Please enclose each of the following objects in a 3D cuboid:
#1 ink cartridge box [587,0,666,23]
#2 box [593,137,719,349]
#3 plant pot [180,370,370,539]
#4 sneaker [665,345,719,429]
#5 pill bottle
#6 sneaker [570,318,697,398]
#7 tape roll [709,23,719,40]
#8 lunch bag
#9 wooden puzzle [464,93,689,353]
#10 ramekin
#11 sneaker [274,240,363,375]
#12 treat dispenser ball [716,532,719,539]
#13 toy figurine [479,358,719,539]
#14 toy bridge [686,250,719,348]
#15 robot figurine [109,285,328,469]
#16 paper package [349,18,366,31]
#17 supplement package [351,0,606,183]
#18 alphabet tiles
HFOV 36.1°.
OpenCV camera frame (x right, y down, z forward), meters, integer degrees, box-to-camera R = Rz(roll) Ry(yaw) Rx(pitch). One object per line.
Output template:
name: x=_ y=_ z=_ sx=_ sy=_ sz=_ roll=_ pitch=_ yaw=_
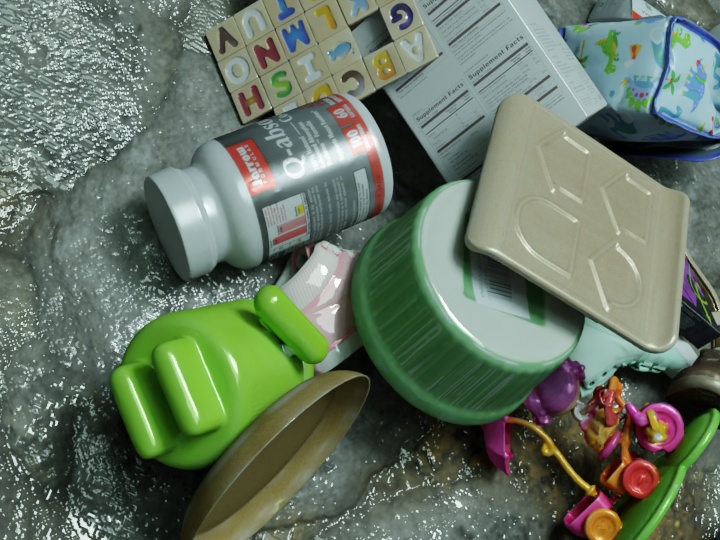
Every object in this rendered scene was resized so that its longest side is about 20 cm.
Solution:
ink cartridge box: x=0.367 y=-0.264 z=1.263 sx=0.158 sy=0.200 sz=0.048 roll=30 pitch=94 yaw=-15
box: x=0.300 y=-0.030 z=1.154 sx=0.142 sy=0.036 sz=0.202 roll=30 pitch=34 yaw=-43
plant pot: x=-0.069 y=0.149 z=0.855 sx=0.027 sy=0.201 sz=0.199 roll=42 pitch=54 yaw=17
sneaker: x=0.344 y=0.105 z=1.092 sx=0.069 sy=0.200 sz=0.077 roll=11 pitch=78 yaw=20
pill bottle: x=-0.080 y=-0.071 z=0.967 sx=0.197 sy=0.116 sz=0.117 roll=-24 pitch=82 yaw=-21
sneaker: x=0.268 y=0.091 z=1.147 sx=0.200 sy=0.074 sz=0.119 roll=38 pitch=91 yaw=-33
tape roll: x=0.532 y=-0.245 z=1.434 sx=0.199 sy=0.037 sz=0.207 roll=11 pitch=66 yaw=-25
lunch bag: x=0.324 y=-0.186 z=1.199 sx=0.198 sy=0.169 sz=0.130 roll=13 pitch=90 yaw=-38
wooden puzzle: x=0.186 y=-0.038 z=0.952 sx=0.198 sy=0.046 sz=0.187 roll=27 pitch=51 yaw=-11
ramekin: x=0.099 y=0.021 z=0.952 sx=0.197 sy=0.098 sz=0.203 roll=15 pitch=56 yaw=-24
sneaker: x=0.000 y=0.000 z=1.017 sx=0.199 sy=0.075 sz=0.105 roll=-37 pitch=95 yaw=-30
treat dispenser ball: x=0.438 y=0.305 z=1.059 sx=0.198 sy=0.201 sz=0.205 roll=11 pitch=65 yaw=-24
toy figurine: x=0.201 y=0.151 z=1.025 sx=0.183 sy=0.150 sz=0.201 roll=39 pitch=94 yaw=4
toy bridge: x=0.377 y=0.059 z=1.231 sx=0.066 sy=0.027 sz=0.204 roll=-4 pitch=73 yaw=-31
robot figurine: x=-0.110 y=0.085 z=0.864 sx=0.117 sy=0.174 sz=0.199 roll=63 pitch=23 yaw=7
paper package: x=0.064 y=-0.352 z=1.119 sx=0.189 sy=0.200 sz=0.105 roll=-22 pitch=77 yaw=-34
supplement package: x=0.119 y=-0.196 z=1.087 sx=0.202 sy=0.150 sz=0.152 roll=55 pitch=23 yaw=1
alphabet tiles: x=-0.046 y=-0.229 z=1.041 sx=0.170 sy=0.197 sz=0.008 roll=66 pitch=13 yaw=8
